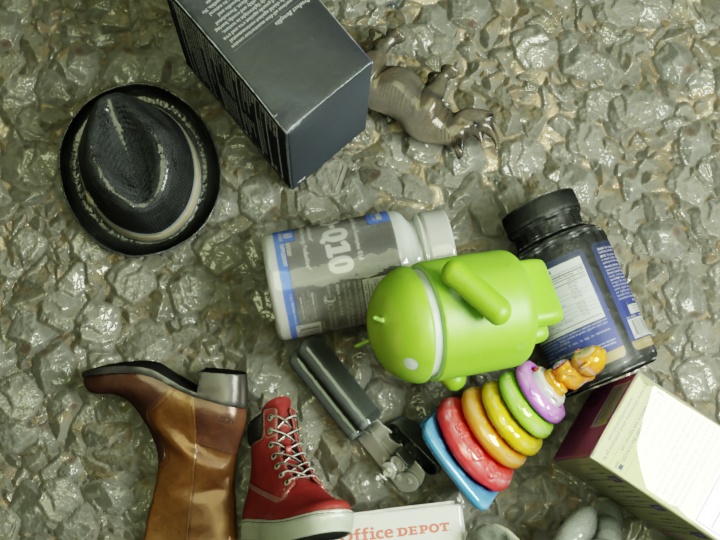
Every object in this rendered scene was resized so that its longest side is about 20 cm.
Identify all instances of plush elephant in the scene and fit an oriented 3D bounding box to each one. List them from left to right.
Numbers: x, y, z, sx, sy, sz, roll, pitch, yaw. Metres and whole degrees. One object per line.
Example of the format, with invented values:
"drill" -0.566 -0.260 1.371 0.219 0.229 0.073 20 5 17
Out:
"plush elephant" 0.182 0.317 1.052 0.152 0.200 0.168 0 85 13

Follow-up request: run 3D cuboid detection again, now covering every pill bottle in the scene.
"pill bottle" 0.000 0.000 1.131 0.197 0.114 0.116 -11 79 -4
"pill bottle" 0.227 0.022 1.133 0.110 0.112 0.203 -20 79 -5

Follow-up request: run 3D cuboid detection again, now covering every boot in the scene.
"boot" -0.212 0.200 1.127 0.185 0.068 0.204 5 91 0
"boot" -0.067 0.194 1.053 0.071 0.199 0.147 8 76 -26

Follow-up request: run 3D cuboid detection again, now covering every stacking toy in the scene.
"stacking toy" 0.165 0.136 1.071 0.200 0.116 0.110 -41 83 21

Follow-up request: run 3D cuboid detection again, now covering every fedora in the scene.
"fedora" -0.246 -0.121 1.160 0.197 0.092 0.204 0 79 -2

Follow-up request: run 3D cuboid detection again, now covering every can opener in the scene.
"can opener" 0.004 0.152 1.141 0.200 0.053 0.066 47 47 6

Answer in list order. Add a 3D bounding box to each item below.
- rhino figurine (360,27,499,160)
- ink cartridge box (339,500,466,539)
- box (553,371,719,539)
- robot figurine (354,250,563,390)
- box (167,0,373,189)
"rhino figurine" 0.072 -0.191 1.200 0.199 0.060 0.088 34 77 4
"ink cartridge box" 0.041 0.343 1.078 0.142 0.084 0.204 -6 79 -3
"box" 0.315 0.203 1.066 0.199 0.176 0.097 33 80 6
"robot figurine" 0.094 0.045 1.046 0.197 0.176 0.117 -8 65 -17
"box" -0.092 -0.220 1.131 0.123 0.200 0.199 -38 83 -9
